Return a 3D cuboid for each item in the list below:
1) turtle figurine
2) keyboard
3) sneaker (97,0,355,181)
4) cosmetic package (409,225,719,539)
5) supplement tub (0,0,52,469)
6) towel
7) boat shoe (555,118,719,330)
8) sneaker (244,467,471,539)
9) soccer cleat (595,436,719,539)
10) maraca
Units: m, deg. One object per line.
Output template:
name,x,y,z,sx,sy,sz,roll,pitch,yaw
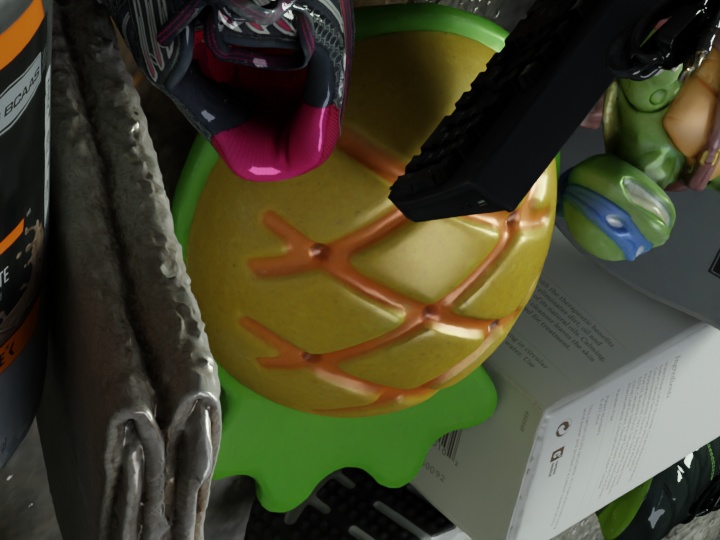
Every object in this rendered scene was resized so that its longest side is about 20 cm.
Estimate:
turtle figurine,0.158,-0.078,0.808,0.195,0.143,0.200,-57,-173,-14
keyboard,0.086,-0.093,0.715,0.021,0.127,0.200,44,69,-19
sneaker,-0.043,-0.097,0.644,0.080,0.075,0.200,-14,150,17
cosmetic package,0.097,0.016,0.975,0.199,0.108,0.085,-23,141,-36
supplement tub,-0.134,-0.040,0.595,0.122,0.122,0.201,-28,142,-32
towel,-0.069,0.015,0.680,0.034,0.201,0.133,-5,134,-14
boat shoe,0.138,-0.012,0.914,0.069,0.200,0.057,-57,160,22
sneaker,0.034,0.090,1.003,0.199,0.074,0.080,-24,142,-37
soccer cleat,0.154,0.070,1.066,0.068,0.081,0.200,-58,175,29
maraca,0.000,0.000,0.822,0.136,0.107,0.201,-8,130,-17
